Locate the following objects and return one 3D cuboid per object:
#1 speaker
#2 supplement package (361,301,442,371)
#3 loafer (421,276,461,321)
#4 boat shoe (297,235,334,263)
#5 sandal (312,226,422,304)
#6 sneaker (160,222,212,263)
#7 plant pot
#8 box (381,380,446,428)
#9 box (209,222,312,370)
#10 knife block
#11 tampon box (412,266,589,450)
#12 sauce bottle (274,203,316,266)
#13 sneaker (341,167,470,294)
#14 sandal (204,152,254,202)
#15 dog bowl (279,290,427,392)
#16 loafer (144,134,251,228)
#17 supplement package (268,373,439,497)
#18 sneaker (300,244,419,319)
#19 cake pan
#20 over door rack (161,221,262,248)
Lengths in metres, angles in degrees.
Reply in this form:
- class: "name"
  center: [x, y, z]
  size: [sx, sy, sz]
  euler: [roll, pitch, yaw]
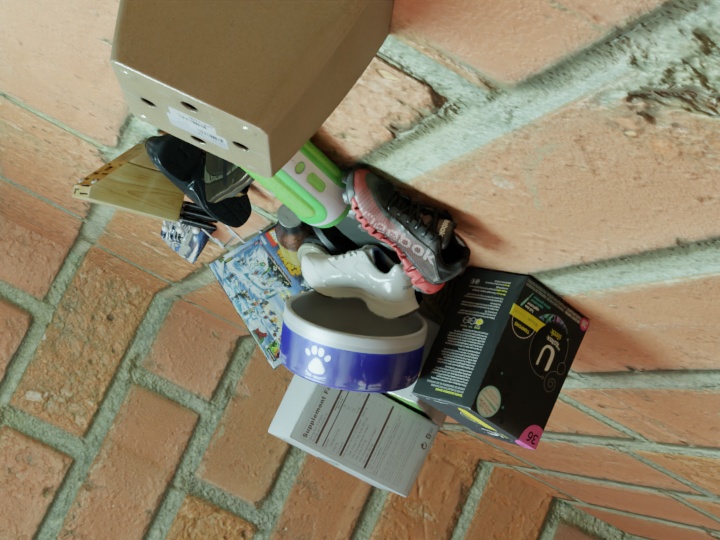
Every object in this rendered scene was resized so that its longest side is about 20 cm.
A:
- class: "speaker"
  center: [-0.087, -0.128, 1.482]
  size: [0.088, 0.089, 0.200]
  euler: [16, 165, 37]
- class: "supplement package"
  center: [0.048, 0.082, 1.880]
  size: [0.113, 0.110, 0.200]
  euler: [28, -169, -9]
- class: "loafer"
  center: [0.169, 0.068, 1.821]
  size: [0.199, 0.076, 0.067]
  euler: [29, 161, -17]
- class: "boat shoe"
  center: [-0.045, -0.024, 1.867]
  size: [0.071, 0.068, 0.200]
  euler: [14, 169, 19]
- class: "sandal"
  center: [0.018, -0.023, 1.786]
  size: [0.200, 0.045, 0.075]
  euler: [34, -158, -11]
- class: "sneaker"
  center: [-0.339, -0.064, 2.306]
  size: [0.085, 0.077, 0.200]
  euler: [33, 166, -15]
- class: "plant pot"
  center: [-0.096, -0.194, 0.990]
  size: [0.199, 0.178, 0.200]
  euler: [25, 168, 2]
- class: "box"
  center: [0.022, 0.167, 1.793]
  size: [0.199, 0.036, 0.144]
  euler: [21, 166, 25]
- class: "box"
  center: [-0.137, 0.041, 1.980]
  size: [0.200, 0.137, 0.040]
  euler: [58, 171, 6]
- class: "knife block"
  center: [-0.314, -0.103, 1.859]
  size: [0.064, 0.200, 0.176]
  euler: [8, 130, 54]
- class: "tampon box"
  center: [0.195, 0.121, 1.689]
  size: [0.150, 0.201, 0.126]
  euler: [33, 166, -35]
- class: "sauce bottle"
  center: [-0.097, -0.058, 1.857]
  size: [0.066, 0.066, 0.200]
  euler: [24, 166, 6]
- class: "sneaker"
  center: [0.063, -0.059, 1.512]
  size: [0.098, 0.071, 0.201]
  euler: [-22, 119, 41]
- class: "sandal"
  center: [-0.169, -0.138, 1.678]
  size: [0.054, 0.082, 0.200]
  euler: [7, 170, -28]
- class: "dog bowl"
  center: [-0.010, 0.095, 1.677]
  size: [0.199, 0.079, 0.200]
  euler: [8, -165, -2]
- class: "loafer"
  center: [-0.239, -0.138, 1.811]
  size: [0.072, 0.073, 0.200]
  euler: [24, 162, 51]
- class: "supplement package"
  center: [-0.011, 0.227, 1.747]
  size: [0.199, 0.118, 0.117]
  euler: [29, 169, -16]
- class: "sneaker"
  center: [0.000, 0.000, 1.701]
  size: [0.199, 0.088, 0.074]
  euler: [17, -150, 33]
- class: "cake pan"
  center: [0.049, -0.048, 1.659]
  size: [0.199, 0.037, 0.200]
  euler: [24, 168, 5]
- class: "over door rack"
  center: [-0.281, -0.081, 2.124]
  size: [0.200, 0.067, 0.148]
  euler: [32, 167, -29]
